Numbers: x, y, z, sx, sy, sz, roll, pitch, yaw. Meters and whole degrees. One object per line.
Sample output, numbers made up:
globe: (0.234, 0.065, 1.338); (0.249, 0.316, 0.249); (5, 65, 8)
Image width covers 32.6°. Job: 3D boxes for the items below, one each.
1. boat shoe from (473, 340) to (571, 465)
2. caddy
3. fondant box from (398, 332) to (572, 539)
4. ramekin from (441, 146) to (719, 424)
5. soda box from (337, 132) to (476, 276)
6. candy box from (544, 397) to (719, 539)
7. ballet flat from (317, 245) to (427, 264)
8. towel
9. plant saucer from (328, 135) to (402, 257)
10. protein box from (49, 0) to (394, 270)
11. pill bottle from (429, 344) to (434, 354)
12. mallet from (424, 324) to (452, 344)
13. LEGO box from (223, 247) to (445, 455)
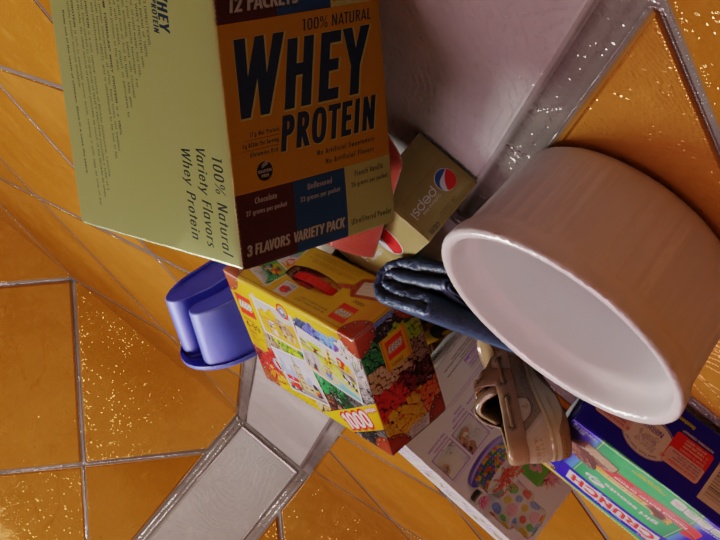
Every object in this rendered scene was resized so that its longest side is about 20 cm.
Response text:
boat shoe: (0.135, 0.111, 1.150); (0.200, 0.064, 0.072); (-115, 12, -64)
caddy: (-0.137, 0.045, 1.498); (0.141, 0.200, 0.105); (22, 140, 53)
fondant box: (0.135, 0.177, 1.301); (0.200, 0.144, 0.058); (42, 164, -7)
ramekin: (0.163, 0.006, 0.860); (0.200, 0.098, 0.201); (36, 164, 12)
soda box: (0.032, -0.048, 1.069); (0.064, 0.068, 0.200); (40, 164, -1)
candy box: (0.263, 0.182, 1.145); (0.169, 0.077, 0.200); (37, 165, 10)
ballet flat: (0.000, 0.000, 1.257); (0.200, 0.075, 0.068); (25, 146, 44)
towel: (0.114, 0.039, 1.048); (0.199, 0.049, 0.112); (21, 177, -31)
plant saucer: (-0.044, -0.117, 0.971); (0.200, 0.037, 0.200); (58, 164, 14)
protein box: (-0.097, -0.127, 0.845); (0.200, 0.135, 0.199); (15, 116, 46)
pill bottle: (0.019, 0.087, 1.377); (0.114, 0.114, 0.200); (28, 158, 36)
mallet: (0.062, 0.062, 1.221); (0.066, 0.041, 0.200); (16, 147, -21)
LEGO box: (-0.025, 0.066, 1.181); (0.200, 0.077, 0.149); (25, 143, 45)
